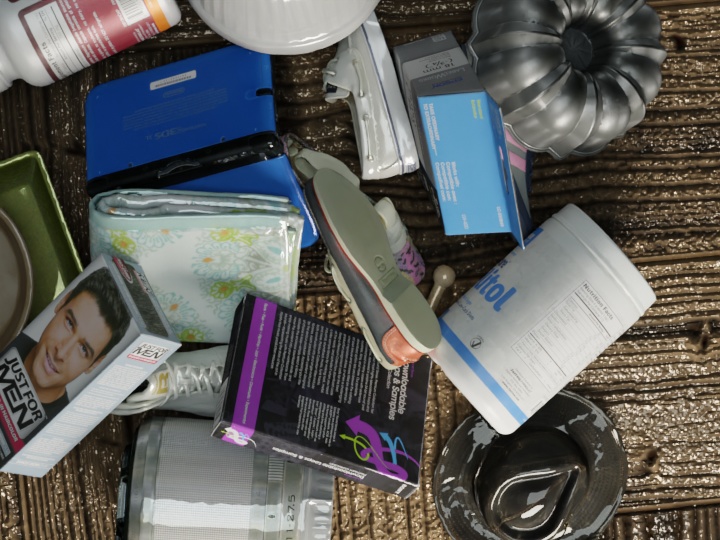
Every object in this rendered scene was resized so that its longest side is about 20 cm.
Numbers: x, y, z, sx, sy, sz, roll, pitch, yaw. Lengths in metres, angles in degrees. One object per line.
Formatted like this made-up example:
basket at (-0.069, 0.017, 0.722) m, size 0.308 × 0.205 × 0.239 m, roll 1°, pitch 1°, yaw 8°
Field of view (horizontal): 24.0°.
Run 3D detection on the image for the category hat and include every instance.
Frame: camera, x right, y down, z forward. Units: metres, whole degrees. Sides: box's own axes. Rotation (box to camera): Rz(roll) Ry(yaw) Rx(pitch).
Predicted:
hat at (0.172, 0.211, 1.670) m, size 0.199 × 0.081 × 0.202 m, roll 0°, pitch 94°, yaw -3°

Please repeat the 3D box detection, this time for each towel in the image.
towel at (-0.156, 0.001, 1.609) m, size 0.199 × 0.048 × 0.172 m, roll 3°, pitch 132°, yaw -3°

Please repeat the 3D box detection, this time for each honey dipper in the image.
honey dipper at (0.046, 0.087, 1.676) m, size 0.038 × 0.038 × 0.201 m, roll 25°, pitch 92°, yaw -5°

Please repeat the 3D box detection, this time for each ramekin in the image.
ramekin at (-0.074, -0.309, 1.571) m, size 0.201 × 0.094 × 0.204 m, roll -1°, pitch 70°, yaw 1°

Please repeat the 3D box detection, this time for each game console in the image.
game console at (-0.152, -0.103, 1.632) m, size 0.199 × 0.118 × 0.172 m, roll -13°, pitch 65°, yaw 17°

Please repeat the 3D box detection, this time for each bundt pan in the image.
bundt pan at (0.205, -0.211, 1.605) m, size 0.201 × 0.076 × 0.203 m, roll 3°, pitch 83°, yaw -22°

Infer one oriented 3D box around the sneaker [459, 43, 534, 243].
sneaker at (0.154, -0.130, 1.645) m, size 0.081 × 0.070 × 0.201 m, roll -14°, pitch 97°, yaw -1°

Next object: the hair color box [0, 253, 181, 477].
hair color box at (-0.266, 0.089, 1.556) m, size 0.200 × 0.061 × 0.099 m, roll -42°, pitch 58°, yaw 18°

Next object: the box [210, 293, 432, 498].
box at (-0.032, 0.118, 1.587) m, size 0.199 × 0.036 × 0.144 m, roll 19°, pitch 52°, yaw -14°

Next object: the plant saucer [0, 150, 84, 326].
plant saucer at (-0.363, 0.009, 1.638) m, size 0.199 × 0.048 × 0.201 m, roll -20°, pitch 95°, yaw 3°

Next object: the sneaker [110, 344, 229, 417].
sneaker at (-0.166, 0.110, 1.609) m, size 0.199 × 0.116 × 0.074 m, roll -3°, pitch 92°, yaw 9°

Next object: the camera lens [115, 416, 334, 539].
camera lens at (-0.128, 0.224, 1.616) m, size 0.199 × 0.160 × 0.161 m, roll 4°, pitch 95°, yaw -3°

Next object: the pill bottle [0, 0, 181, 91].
pill bottle at (-0.279, -0.244, 1.593) m, size 0.199 × 0.113 × 0.114 m, roll -25°, pitch 96°, yaw 0°

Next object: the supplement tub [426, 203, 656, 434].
supplement tub at (0.169, 0.048, 1.631) m, size 0.200 × 0.132 × 0.132 m, roll -43°, pitch 95°, yaw 0°

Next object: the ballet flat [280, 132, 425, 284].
ballet flat at (-0.011, -0.060, 1.638) m, size 0.200 × 0.071 × 0.069 m, roll 38°, pitch 47°, yaw -3°

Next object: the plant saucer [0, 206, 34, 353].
plant saucer at (-0.405, 0.010, 1.601) m, size 0.199 × 0.029 × 0.202 m, roll 0°, pitch 96°, yaw 0°

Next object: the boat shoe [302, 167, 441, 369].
boat shoe at (0.000, 0.000, 1.590) m, size 0.062 × 0.071 × 0.201 m, roll -29°, pitch 94°, yaw 40°

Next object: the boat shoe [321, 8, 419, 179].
boat shoe at (-0.003, -0.183, 1.623) m, size 0.069 × 0.071 × 0.201 m, roll -16°, pitch 86°, yaw -3°

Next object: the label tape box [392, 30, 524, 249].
label tape box at (0.087, -0.116, 1.558) m, size 0.063 × 0.200 × 0.145 m, roll -14°, pitch 118°, yaw -3°
